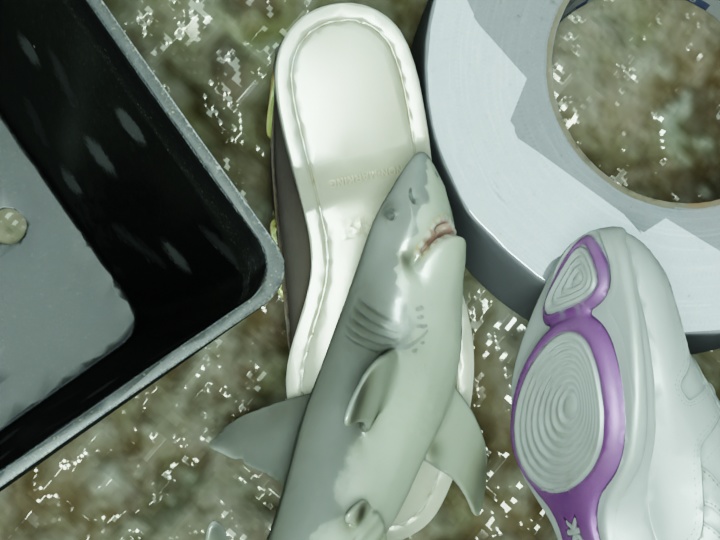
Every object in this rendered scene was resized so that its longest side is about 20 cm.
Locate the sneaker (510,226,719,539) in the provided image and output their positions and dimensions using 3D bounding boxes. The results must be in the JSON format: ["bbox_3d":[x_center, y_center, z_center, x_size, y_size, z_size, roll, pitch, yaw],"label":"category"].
[{"bbox_3d":[0.113,0.082,0.760,0.099,0.075,0.202,-11,91,-33],"label":"sneaker"}]

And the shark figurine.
[{"bbox_3d":[-0.028,0.071,0.723,0.089,0.129,0.215,8,43,31],"label":"shark figurine"}]

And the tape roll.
[{"bbox_3d":[0.118,-0.070,0.820,0.198,0.066,0.202,1,80,-4],"label":"tape roll"}]

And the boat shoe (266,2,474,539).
[{"bbox_3d":[0.000,0.000,0.795,0.071,0.060,0.202,-8,97,-5],"label":"boat shoe"}]

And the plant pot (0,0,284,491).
[{"bbox_3d":[-0.162,-0.007,0.728,0.199,0.177,0.201,-35,84,-9],"label":"plant pot"}]
